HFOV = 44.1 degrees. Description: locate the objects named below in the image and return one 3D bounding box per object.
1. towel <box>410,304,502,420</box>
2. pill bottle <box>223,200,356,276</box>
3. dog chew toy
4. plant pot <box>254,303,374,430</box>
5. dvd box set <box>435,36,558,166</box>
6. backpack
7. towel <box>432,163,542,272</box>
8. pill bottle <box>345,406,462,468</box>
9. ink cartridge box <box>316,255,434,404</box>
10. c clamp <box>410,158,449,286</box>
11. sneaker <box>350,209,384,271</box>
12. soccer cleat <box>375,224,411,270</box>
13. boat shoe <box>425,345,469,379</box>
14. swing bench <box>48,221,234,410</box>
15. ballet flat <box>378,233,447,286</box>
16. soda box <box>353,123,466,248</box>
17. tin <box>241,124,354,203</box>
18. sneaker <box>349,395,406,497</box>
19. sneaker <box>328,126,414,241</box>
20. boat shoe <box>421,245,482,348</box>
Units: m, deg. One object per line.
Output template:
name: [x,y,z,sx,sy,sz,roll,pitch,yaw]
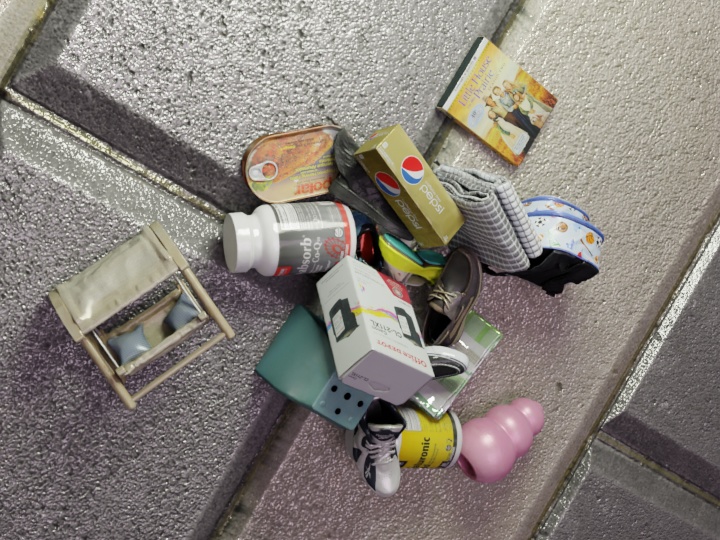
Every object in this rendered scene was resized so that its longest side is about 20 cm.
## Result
towel: [0.144,0.149,1.618,0.149,0.031,0.200,39,85,9]
pill bottle: [-0.116,-0.051,1.444,0.198,0.116,0.117,-5,106,-22]
dog chew toy: [0.275,0.320,1.720,0.199,0.124,0.125,-33,115,-22]
plant pot: [-0.057,0.173,1.482,0.141,0.200,0.142,34,88,-28]
dvd box set: [0.247,-0.299,1.587,0.199,0.029,0.147,32,90,-28]
backpack: [0.344,-0.045,1.609,0.199,0.190,0.156,17,81,-27]
towel: [0.198,-0.091,1.500,0.086,0.200,0.166,-44,122,-13]
pill bottle: [0.077,0.305,1.628,0.198,0.111,0.112,7,101,-24]
ink cartridge box: [0.023,0.096,1.419,0.145,0.201,0.083,27,122,-37]
c clamp: [0.145,-0.076,1.607,0.170,0.027,0.201,27,90,-32]
sneaker: [0.000,0.000,1.522,0.078,0.090,0.202,-13,112,-20]
soccer cleat: [0.069,-0.092,1.532,0.068,0.085,0.202,2,103,-24]
boat shoe: [0.090,0.176,1.558,0.197,0.068,0.074,4,140,6]
swing bench: [-0.337,0.064,1.369,0.198,0.130,0.201,-36,115,-11]
ballet flat: [0.084,-0.009,1.519,0.067,0.067,0.199,-52,146,16]
soda box: [0.081,-0.132,1.417,0.064,0.068,0.200,-49,113,-25]
tin: [-0.099,-0.176,1.462,0.198,0.042,0.113,-13,105,-21]
sneaker: [0.034,0.288,1.488,0.079,0.130,0.201,-5,88,-11]
sneaker: [0.027,-0.140,1.459,0.199,0.060,0.105,32,97,-7]
boat shoe: [0.156,0.055,1.538,0.073,0.074,0.202,-22,131,-48]
